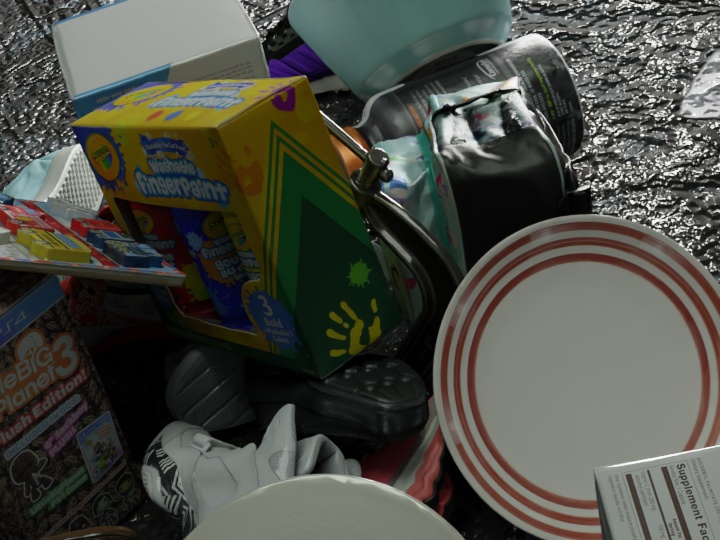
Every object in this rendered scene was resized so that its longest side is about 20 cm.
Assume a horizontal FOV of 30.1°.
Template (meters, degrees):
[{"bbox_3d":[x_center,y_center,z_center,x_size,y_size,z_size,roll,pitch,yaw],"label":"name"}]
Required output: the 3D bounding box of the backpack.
[{"bbox_3d":[0.086,-0.038,0.938,0.149,0.179,0.200,-10,25,9],"label":"backpack"}]

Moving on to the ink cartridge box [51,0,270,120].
[{"bbox_3d":[-0.139,-0.103,1.070,0.145,0.201,0.146,-19,36,-8],"label":"ink cartridge box"}]

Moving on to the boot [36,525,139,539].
[{"bbox_3d":[-0.209,0.232,0.787,0.199,0.075,0.097,-28,48,-2],"label":"boot"}]

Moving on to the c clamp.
[{"bbox_3d":[0.000,0.000,0.882,0.171,0.201,0.027,41,50,17],"label":"c clamp"}]

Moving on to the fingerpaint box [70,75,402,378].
[{"bbox_3d":[-0.085,-0.032,0.853,0.073,0.168,0.199,-34,24,-28],"label":"fingerpaint box"}]

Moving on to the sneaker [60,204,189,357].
[{"bbox_3d":[-0.199,0.007,1.008,0.200,0.109,0.068,-10,35,21],"label":"sneaker"}]

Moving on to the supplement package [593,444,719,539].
[{"bbox_3d":[0.186,0.205,0.615,0.110,0.157,0.201,-11,37,4],"label":"supplement package"}]

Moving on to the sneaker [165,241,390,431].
[{"bbox_3d":[-0.063,0.047,0.978,0.199,0.073,0.071,-36,17,-25],"label":"sneaker"}]

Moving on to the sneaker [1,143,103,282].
[{"bbox_3d":[-0.284,-0.029,1.140,0.081,0.074,0.201,-15,30,24],"label":"sneaker"}]

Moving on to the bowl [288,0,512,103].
[{"bbox_3d":[0.048,-0.209,1.132,0.199,0.201,0.106,-22,78,-10],"label":"bowl"}]

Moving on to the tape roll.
[{"bbox_3d":[-0.019,0.207,0.687,0.201,0.037,0.205,-2,74,7],"label":"tape roll"}]

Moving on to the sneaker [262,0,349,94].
[{"bbox_3d":[-0.060,-0.215,1.265,0.198,0.100,0.070,-14,35,-1],"label":"sneaker"}]

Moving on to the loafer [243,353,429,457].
[{"bbox_3d":[-0.016,0.089,0.850,0.068,0.071,0.200,-9,6,-28],"label":"loafer"}]

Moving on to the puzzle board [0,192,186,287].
[{"bbox_3d":[-0.216,-0.028,0.853,0.150,0.018,0.200,7,10,-32],"label":"puzzle board"}]

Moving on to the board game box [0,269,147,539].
[{"bbox_3d":[-0.250,0.082,0.870,0.159,0.201,0.097,19,48,36],"label":"board game box"}]

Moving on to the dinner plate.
[{"bbox_3d":[0.140,0.067,0.819,0.198,0.202,0.024,-20,-3,-8],"label":"dinner plate"}]

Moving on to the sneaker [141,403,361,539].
[{"bbox_3d":[-0.065,0.128,0.814,0.115,0.075,0.200,-44,27,5],"label":"sneaker"}]

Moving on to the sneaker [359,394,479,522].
[{"bbox_3d":[0.018,0.132,0.829,0.086,0.074,0.201,4,39,30],"label":"sneaker"}]

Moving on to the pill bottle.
[{"bbox_3d":[0.072,-0.110,1.089,0.198,0.107,0.106,-22,38,-11],"label":"pill bottle"}]
